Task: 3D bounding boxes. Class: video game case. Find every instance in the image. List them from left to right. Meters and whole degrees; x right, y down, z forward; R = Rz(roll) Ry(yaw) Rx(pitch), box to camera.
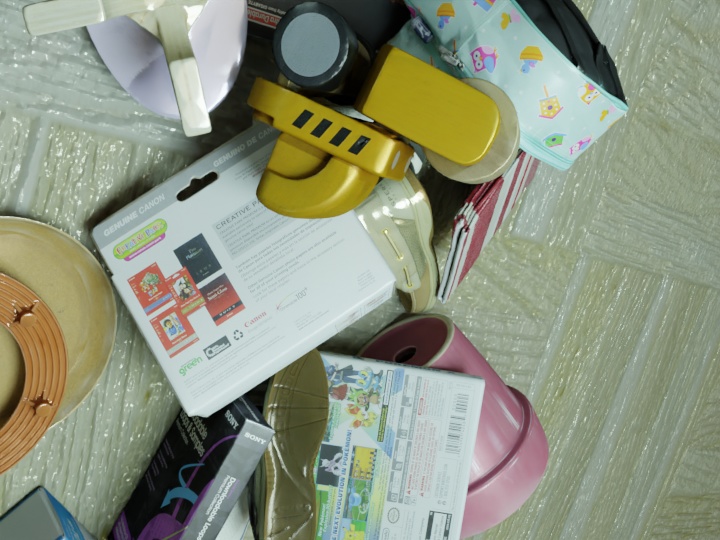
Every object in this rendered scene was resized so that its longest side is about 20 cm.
[{"bbox_3d":[0.018,0.190,0.831,0.179,0.022,0.203,9,97,0],"label":"video game case"}]

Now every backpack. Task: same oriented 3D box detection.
[{"bbox_3d":[0.132,-0.178,0.743,0.154,0.201,0.175,-50,149,19],"label":"backpack"}]

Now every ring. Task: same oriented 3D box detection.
[{"bbox_3d":[-0.321,0.091,0.647,0.198,0.019,0.203,-16,118,-31],"label":"ring"}]

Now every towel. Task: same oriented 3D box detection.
[{"bbox_3d":[0.139,-0.074,0.871,0.201,0.023,0.145,-52,163,-27],"label":"towel"}]

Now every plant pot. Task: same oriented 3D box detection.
[{"bbox_3d":[-0.295,0.050,0.679,0.198,0.027,0.203,-16,118,-31],"label":"plant pot"},{"bbox_3d":[0.082,0.156,0.923,0.199,0.199,0.181,-37,112,-19],"label":"plant pot"}]

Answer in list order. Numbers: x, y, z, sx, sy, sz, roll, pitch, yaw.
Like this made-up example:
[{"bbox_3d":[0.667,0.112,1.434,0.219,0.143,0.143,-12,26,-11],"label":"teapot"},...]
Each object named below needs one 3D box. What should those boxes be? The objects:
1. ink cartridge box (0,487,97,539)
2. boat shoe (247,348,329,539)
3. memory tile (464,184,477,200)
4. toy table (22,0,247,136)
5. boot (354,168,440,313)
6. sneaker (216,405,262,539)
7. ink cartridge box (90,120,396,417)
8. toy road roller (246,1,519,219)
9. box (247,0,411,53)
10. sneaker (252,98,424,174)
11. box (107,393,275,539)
[{"bbox_3d":[-0.283,0.322,0.772,0.146,0.086,0.201,-40,127,-16],"label":"ink cartridge box"},{"bbox_3d":[-0.076,0.167,0.786,0.072,0.064,0.203,12,80,-37],"label":"boat shoe"},{"bbox_3d":[0.142,-0.173,0.924,0.153,0.017,0.201,-43,129,-14],"label":"memory tile"},{"bbox_3d":[-0.141,-0.201,0.599,0.182,0.117,0.202,-25,114,-6],"label":"toy table"},{"bbox_3d":[0.000,0.000,0.855,0.154,0.073,0.201,-27,146,-10],"label":"boot"},{"bbox_3d":[-0.129,0.195,0.846,0.199,0.080,0.116,-37,125,-28],"label":"sneaker"},{"bbox_3d":[-0.097,-0.005,0.719,0.198,0.177,0.084,-32,171,-5],"label":"ink cartridge box"},{"bbox_3d":[0.009,-0.092,0.629,0.148,0.198,0.123,-65,171,9],"label":"toy road roller"},{"bbox_3d":[-0.020,-0.285,0.729,0.198,0.049,0.201,7,104,-39],"label":"box"},{"bbox_3d":[-0.009,-0.120,0.792,0.198,0.076,0.089,-7,119,-32],"label":"sneaker"},{"bbox_3d":[-0.159,0.198,0.772,0.036,0.143,0.202,31,89,-28],"label":"box"}]
